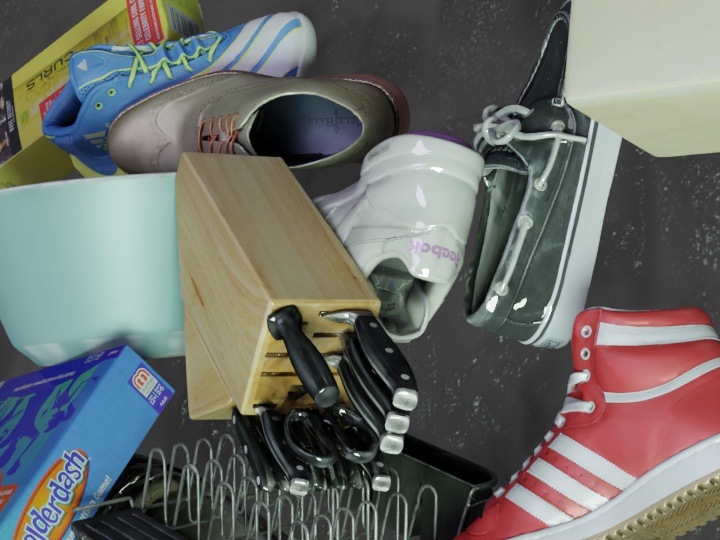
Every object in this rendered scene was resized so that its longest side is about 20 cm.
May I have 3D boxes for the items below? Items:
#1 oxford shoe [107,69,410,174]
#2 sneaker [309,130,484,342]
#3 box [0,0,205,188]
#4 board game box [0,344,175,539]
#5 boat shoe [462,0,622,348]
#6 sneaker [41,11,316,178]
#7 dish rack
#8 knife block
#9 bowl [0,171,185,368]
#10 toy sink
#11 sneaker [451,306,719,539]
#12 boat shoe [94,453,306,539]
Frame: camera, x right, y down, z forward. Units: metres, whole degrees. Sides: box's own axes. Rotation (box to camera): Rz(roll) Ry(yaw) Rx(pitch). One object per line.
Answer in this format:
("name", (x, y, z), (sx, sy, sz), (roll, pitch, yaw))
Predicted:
("oxford shoe", (-0.074, -0.089, 1.025), (0.199, 0.074, 0.071), (-7, 96, 20))
("sneaker", (0.000, 0.000, 0.923), (0.200, 0.074, 0.100), (137, 143, -59))
("box", (-0.196, -0.127, 1.195), (0.199, 0.050, 0.076), (-31, 55, 26))
("board game box", (-0.205, 0.139, 0.929), (0.152, 0.045, 0.200), (-17, 34, 48))
("boat shoe", (0.094, -0.061, 0.910), (0.074, 0.068, 0.201), (173, 111, -69))
("sneaker", (-0.126, -0.117, 1.097), (0.199, 0.105, 0.076), (-32, 55, 25))
("dish rack", (-0.044, 0.125, 0.877), (0.153, 0.199, 0.055), (18, 107, 41))
("knife block", (-0.032, 0.017, 0.859), (0.175, 0.064, 0.201), (-26, 65, 60))
("bowl", (-0.142, 0.003, 1.024), (0.200, 0.200, 0.106), (-8, 87, 37))
("toy sink", (0.193, -0.171, 0.857), (0.130, 0.112, 0.201), (-4, 74, 38))
("sneaker", (0.105, 0.092, 0.846), (0.199, 0.071, 0.113), (-28, 60, 18))
("boat shoe", (-0.116, 0.144, 0.976), (0.199, 0.065, 0.072), (21, 71, 25))
